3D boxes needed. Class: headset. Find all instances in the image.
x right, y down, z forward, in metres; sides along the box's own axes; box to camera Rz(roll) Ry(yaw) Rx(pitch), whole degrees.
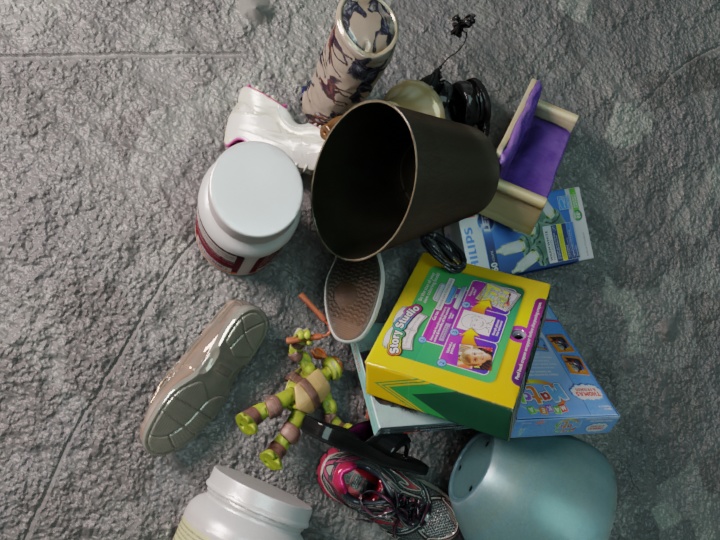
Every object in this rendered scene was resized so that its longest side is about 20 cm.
[{"bbox_3d":[0.127,-0.236,0.883,0.120,0.094,0.206,5,92,-16],"label":"headset"}]

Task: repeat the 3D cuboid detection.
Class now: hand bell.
[{"bbox_3d":[0.016,-0.176,0.784,0.198,0.103,0.106,-23,89,-54],"label":"hand bell"}]

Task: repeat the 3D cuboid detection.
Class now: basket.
[{"bbox_3d":[0.064,-0.108,0.742,0.197,0.182,0.137,-16,58,-46],"label":"basket"}]

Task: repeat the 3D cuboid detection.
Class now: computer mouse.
[{"bbox_3d":[0.069,-0.072,0.842,0.058,0.034,0.202,-15,61,-35],"label":"computer mouse"}]

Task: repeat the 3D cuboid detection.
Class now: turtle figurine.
[{"bbox_3d":[-0.074,0.144,0.775,0.161,0.064,0.204,-39,117,-33],"label":"turtle figurine"}]

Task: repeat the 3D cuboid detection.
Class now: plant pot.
[{"bbox_3d":[0.183,0.268,0.770,0.133,0.200,0.203,32,74,-7],"label":"plant pot"}]

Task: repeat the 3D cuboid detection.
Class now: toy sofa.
[{"bbox_3d":[0.228,-0.156,0.858,0.081,0.099,0.202,24,52,9],"label":"toy sofa"}]

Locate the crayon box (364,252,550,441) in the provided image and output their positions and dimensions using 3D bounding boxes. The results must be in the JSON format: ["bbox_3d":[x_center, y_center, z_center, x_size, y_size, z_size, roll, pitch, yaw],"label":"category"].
[{"bbox_3d":[0.118,0.079,0.762,0.168,0.059,0.201,13,44,20],"label":"crayon box"}]

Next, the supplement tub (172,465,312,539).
[{"bbox_3d":[-0.143,0.331,0.690,0.142,0.145,0.204,25,76,-11],"label":"supplement tub"}]

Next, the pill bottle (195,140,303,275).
[{"bbox_3d":[-0.127,-0.065,0.725,0.111,0.200,0.118,3,81,-16],"label":"pill bottle"}]

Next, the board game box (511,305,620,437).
[{"bbox_3d":[0.212,0.115,0.817,0.147,0.037,0.202,3,39,-21],"label":"board game box"}]

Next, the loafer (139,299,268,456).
[{"bbox_3d":[-0.187,0.121,0.761,0.201,0.062,0.072,-52,130,-14],"label":"loafer"}]

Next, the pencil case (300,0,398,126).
[{"bbox_3d":[-0.018,-0.249,0.786,0.076,0.200,0.092,-11,79,-21],"label":"pencil case"}]

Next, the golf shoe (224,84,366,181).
[{"bbox_3d":[-0.084,-0.147,0.810,0.197,0.075,0.093,33,86,13],"label":"golf shoe"}]

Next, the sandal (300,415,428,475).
[{"bbox_3d":[0.018,0.200,0.766,0.199,0.074,0.049,32,76,-37],"label":"sandal"}]

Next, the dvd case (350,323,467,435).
[{"bbox_3d":[0.090,0.129,0.805,0.195,0.022,0.148,4,48,-24],"label":"dvd case"}]

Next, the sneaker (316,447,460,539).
[{"bbox_3d":[0.039,0.285,0.789,0.196,0.075,0.082,26,75,-12],"label":"sneaker"}]

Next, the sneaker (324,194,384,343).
[{"bbox_3d":[0.000,0.000,0.804,0.071,0.085,0.205,1,66,9],"label":"sneaker"}]

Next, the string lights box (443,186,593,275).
[{"bbox_3d":[0.217,-0.046,0.899,0.195,0.059,0.106,-11,86,-17],"label":"string lights box"}]
